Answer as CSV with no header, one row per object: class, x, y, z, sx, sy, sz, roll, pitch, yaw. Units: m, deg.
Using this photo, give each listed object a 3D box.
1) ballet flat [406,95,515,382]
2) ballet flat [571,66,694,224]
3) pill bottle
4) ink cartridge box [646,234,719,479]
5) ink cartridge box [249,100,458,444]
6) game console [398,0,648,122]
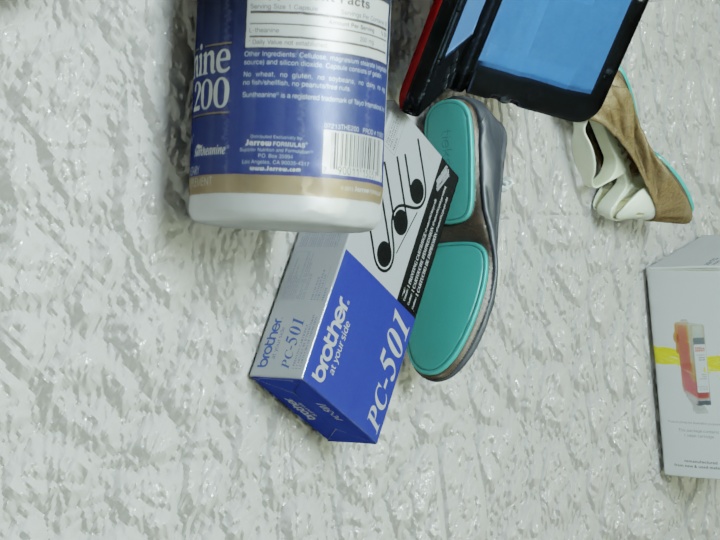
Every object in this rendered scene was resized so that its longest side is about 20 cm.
ballet flat,0.074,-0.020,1.144,0.073,0.073,0.201,16,76,-55
ballet flat,0.215,-0.088,1.365,0.072,0.068,0.200,-50,134,-16
pill bottle,-0.039,-0.124,0.930,0.111,0.111,0.201,6,86,-56
ink cartridge box,0.336,0.076,1.525,0.145,0.083,0.201,-24,111,-54
ink cartridge box,0.000,0.000,1.052,0.094,0.044,0.201,45,55,-45
game console,0.125,-0.187,1.066,0.172,0.118,0.201,-49,162,-66
